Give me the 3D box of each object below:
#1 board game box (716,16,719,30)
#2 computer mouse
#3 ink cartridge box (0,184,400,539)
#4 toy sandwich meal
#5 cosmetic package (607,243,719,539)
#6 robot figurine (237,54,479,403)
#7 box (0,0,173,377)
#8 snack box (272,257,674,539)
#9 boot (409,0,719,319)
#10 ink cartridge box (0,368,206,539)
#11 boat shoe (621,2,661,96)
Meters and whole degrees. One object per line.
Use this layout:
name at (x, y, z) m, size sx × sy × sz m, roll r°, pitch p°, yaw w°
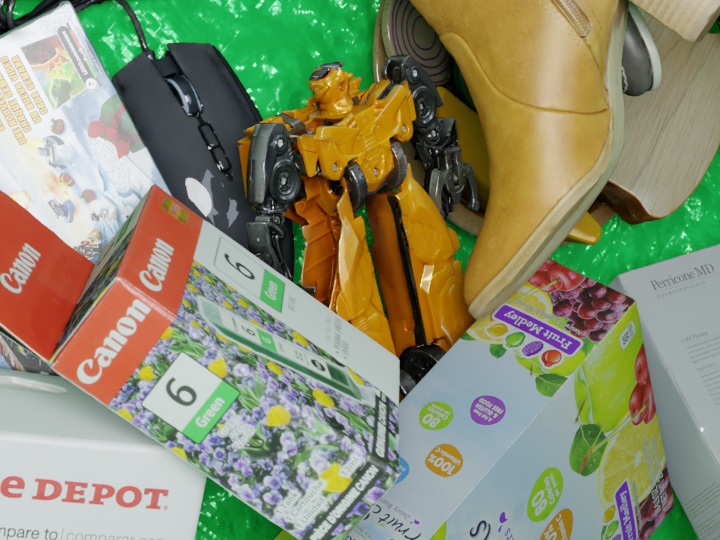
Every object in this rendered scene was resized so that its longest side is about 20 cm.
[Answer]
board game box at (0.215, -0.145, 0.914) m, size 0.044 × 0.135 × 0.201 m, roll -25°, pitch 100°, yaw 12°
computer mouse at (-0.102, -0.057, 0.784) m, size 0.140 × 0.046 × 0.202 m, roll -18°, pitch 95°, yaw -29°
ink cartridge box at (-0.075, 0.018, 0.678) m, size 0.199 × 0.109 × 0.050 m, roll 37°, pitch 108°, yaw -12°
toy sandwich meal at (0.101, -0.101, 0.883) m, size 0.203 × 0.070 × 0.207 m, roll 2°, pitch 85°, yaw -28°
cosmetic package at (0.241, 0.053, 0.929) m, size 0.199 × 0.052 × 0.152 m, roll -15°, pitch 71°, yaw -28°
robot figurine at (0.000, 0.000, 0.796) m, size 0.145 × 0.058 × 0.202 m, roll -31°, pitch 115°, yaw -42°
box at (-0.141, 0.004, 0.742) m, size 0.136 × 0.040 × 0.201 m, roll -29°, pitch 101°, yaw -10°
snack box at (0.061, 0.122, 0.806) m, size 0.200 × 0.067 × 0.169 m, roll -45°, pitch 140°, yaw -22°
boot at (0.061, -0.096, 0.763) m, size 0.144 × 0.071 × 0.202 m, roll 36°, pitch 102°, yaw 10°
ink cartridge box at (-0.155, 0.147, 0.686) m, size 0.144 × 0.084 × 0.202 m, roll 8°, pitch 99°, yaw -24°
boat shoe at (0.073, -0.154, 0.830) m, size 0.057 × 0.067 × 0.201 m, roll -28°, pitch 66°, yaw -7°
